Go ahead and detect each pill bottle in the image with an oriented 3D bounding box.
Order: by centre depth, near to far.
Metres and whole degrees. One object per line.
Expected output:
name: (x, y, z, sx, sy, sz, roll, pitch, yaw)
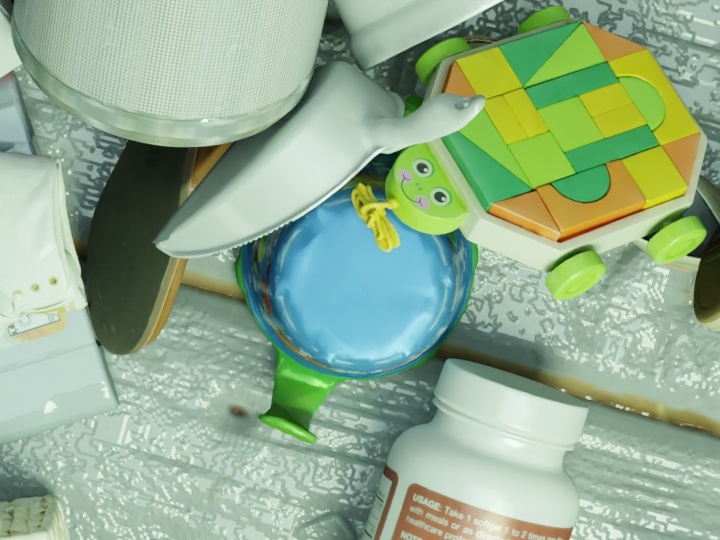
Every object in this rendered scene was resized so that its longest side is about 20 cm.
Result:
pill bottle: (0.057, 0.157, 1.571, 0.112, 0.112, 0.201, 18, 95, -3)

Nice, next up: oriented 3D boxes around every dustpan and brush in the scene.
dustpan and brush: (-0.009, -0.068, 1.460, 0.057, 0.200, 0.140, 45, 53, -11)

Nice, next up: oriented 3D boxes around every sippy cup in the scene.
sippy cup: (0.000, 0.000, 1.546, 0.139, 0.130, 0.178, -11, 95, -1)

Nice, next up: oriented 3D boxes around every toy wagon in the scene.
toy wagon: (0.089, -0.060, 1.496, 0.200, 0.040, 0.155, -19, 67, -29)

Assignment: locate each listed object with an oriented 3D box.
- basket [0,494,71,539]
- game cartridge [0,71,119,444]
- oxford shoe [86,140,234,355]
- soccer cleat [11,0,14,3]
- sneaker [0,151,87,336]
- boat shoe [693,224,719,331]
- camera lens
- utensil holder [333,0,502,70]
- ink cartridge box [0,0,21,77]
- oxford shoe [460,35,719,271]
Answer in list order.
basket: (-0.210, 0.229, 1.560, 0.123, 0.136, 0.201, -12, 96, -3)
game cartridge: (-0.227, 0.002, 1.588, 0.133, 0.042, 0.201, -18, 96, -4)
oxford shoe: (-0.098, -0.047, 1.569, 0.071, 0.071, 0.201, 20, 96, 41)
soccer cleat: (-0.142, -0.160, 1.555, 0.200, 0.073, 0.068, -21, 96, 1)
sneaker: (-0.209, 0.030, 1.537, 0.115, 0.074, 0.201, 6, 94, 1)
boat shoe: (0.243, -0.025, 1.534, 0.063, 0.073, 0.200, 46, 48, -11)
camera lens: (-0.088, -0.175, 1.416, 0.160, 0.160, 0.200, 12, 129, -3)
utensil holder: (0.032, -0.233, 1.507, 0.170, 0.170, 0.200, -26, 95, 1)
ink cartridge box: (-0.284, -0.162, 1.500, 0.144, 0.085, 0.200, -33, 61, 2)
oxford shoe: (0.129, -0.068, 1.571, 0.200, 0.074, 0.071, 31, 94, -4)
